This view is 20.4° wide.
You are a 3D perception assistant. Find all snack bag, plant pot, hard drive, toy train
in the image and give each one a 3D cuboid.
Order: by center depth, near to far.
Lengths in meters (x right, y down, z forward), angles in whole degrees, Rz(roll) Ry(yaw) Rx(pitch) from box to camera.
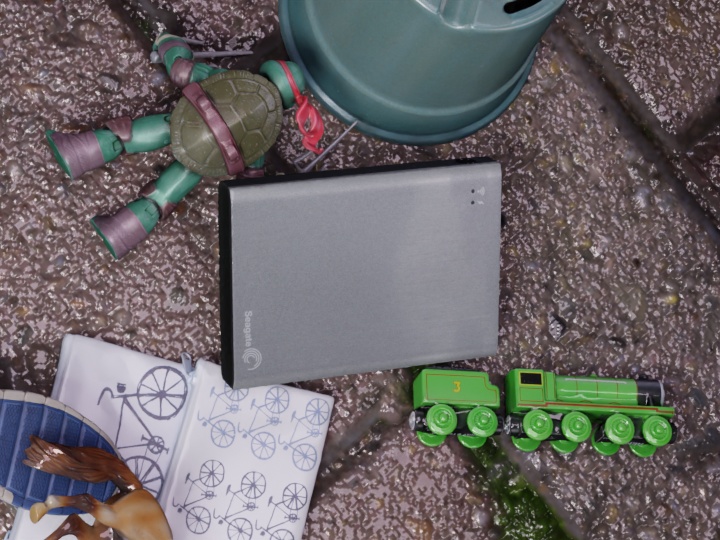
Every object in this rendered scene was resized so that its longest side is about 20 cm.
[{"bbox_3d":[-0.131,0.148,1.355,0.198,0.021,0.190,18,77,-10],"label":"snack bag"},{"bbox_3d":[0.000,0.000,1.370,0.198,0.033,0.141,-6,108,-21],"label":"hard drive"},{"bbox_3d":[0.057,-0.207,1.374,0.198,0.196,0.202,2,79,-12],"label":"plant pot"},{"bbox_3d":[0.130,0.098,1.419,0.198,0.042,0.057,3,69,-13],"label":"toy train"}]

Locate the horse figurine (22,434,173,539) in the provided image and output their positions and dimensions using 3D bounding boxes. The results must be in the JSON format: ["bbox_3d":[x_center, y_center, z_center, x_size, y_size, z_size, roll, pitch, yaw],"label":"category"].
[{"bbox_3d":[-0.159,0.199,1.277,0.132,0.050,0.202,-9,91,-48],"label":"horse figurine"}]

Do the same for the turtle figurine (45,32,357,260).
[{"bbox_3d":[-0.105,-0.098,1.371,0.199,0.101,0.151,-30,88,-11],"label":"turtle figurine"}]

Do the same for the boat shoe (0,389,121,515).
[{"bbox_3d":[-0.250,0.106,1.295,0.199,0.072,0.073,22,78,-26],"label":"boat shoe"}]
